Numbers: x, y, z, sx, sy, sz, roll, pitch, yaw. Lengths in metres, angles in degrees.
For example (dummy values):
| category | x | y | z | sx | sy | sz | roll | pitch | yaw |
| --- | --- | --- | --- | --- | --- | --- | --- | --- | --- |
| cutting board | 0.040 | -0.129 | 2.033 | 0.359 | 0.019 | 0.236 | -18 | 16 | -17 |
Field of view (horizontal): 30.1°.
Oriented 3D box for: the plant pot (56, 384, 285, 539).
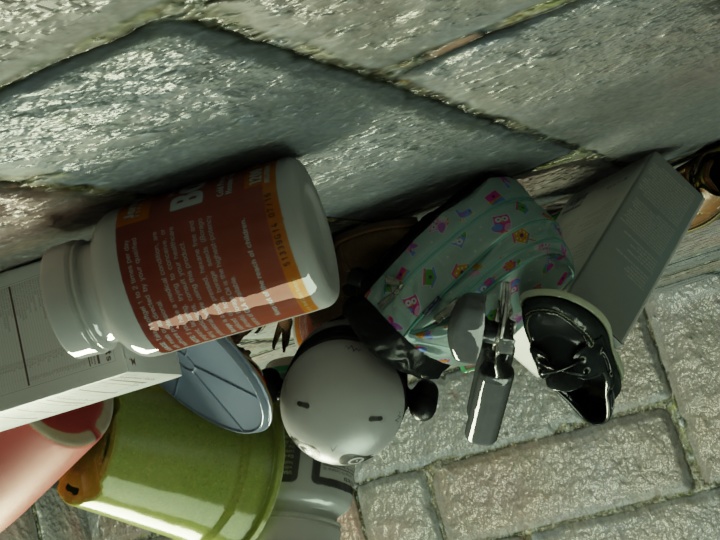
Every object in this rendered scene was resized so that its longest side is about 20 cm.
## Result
| category | x | y | z | sx | sy | sz | roll | pitch | yaw |
| --- | --- | --- | --- | --- | --- | --- | --- | --- | --- |
| plant pot | -0.210 | 0.191 | 1.390 | 0.183 | 0.202 | 0.200 | 18 | 153 | -36 |

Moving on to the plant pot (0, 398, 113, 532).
| category | x | y | z | sx | sy | sz | roll | pitch | yaw |
| --- | --- | --- | --- | --- | --- | --- | --- | --- | --- |
| plant pot | -0.347 | 0.140 | 1.293 | 0.177 | 0.202 | 0.200 | -30 | 165 | 27 |

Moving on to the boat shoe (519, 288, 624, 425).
| category | x | y | z | sx | sy | sz | roll | pitch | yaw |
| --- | --- | --- | --- | --- | --- | --- | --- | --- | --- |
| boat shoe | 0.193 | 0.085 | 1.227 | 0.074 | 0.067 | 0.200 | 1 | 152 | 23 |

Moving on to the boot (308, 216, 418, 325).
| category | x | y | z | sx | sy | sz | roll | pitch | yaw |
| --- | --- | --- | --- | --- | --- | --- | --- | --- | --- |
| boot | 0.000 | 0.000 | 1.336 | 0.073 | 0.076 | 0.200 | -4 | 164 | -33 |

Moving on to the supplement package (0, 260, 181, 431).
| category | x | y | z | sx | sy | sz | roll | pitch | yaw |
| --- | --- | --- | --- | --- | --- | --- | --- | --- | --- |
| supplement package | -0.269 | 0.062 | 1.126 | 0.198 | 0.115 | 0.109 | -17 | 170 | 14 |

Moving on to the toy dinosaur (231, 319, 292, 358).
| category | x | y | z | sx | sy | sz | roll | pitch | yaw |
| --- | --- | --- | --- | --- | --- | --- | --- | --- | --- |
| toy dinosaur | -0.150 | 0.061 | 1.459 | 0.198 | 0.087 | 0.135 | -13 | 180 | 23 |

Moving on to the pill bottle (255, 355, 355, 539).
| category | x | y | z | sx | sy | sz | roll | pitch | yaw |
| --- | --- | --- | --- | --- | --- | --- | --- | --- | --- |
| pill bottle | -0.060 | 0.202 | 1.442 | 0.112 | 0.202 | 0.113 | 6 | 160 | 2 |

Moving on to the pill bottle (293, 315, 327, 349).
| category | x | y | z | sx | sy | sz | roll | pitch | yaw |
| --- | --- | --- | --- | --- | --- | --- | --- | --- | --- |
| pill bottle | 0.016 | 0.047 | 1.480 | 0.111 | 0.113 | 0.200 | -9 | 170 | -33 |

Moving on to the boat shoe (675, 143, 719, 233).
| category | x | y | z | sx | sy | sz | roll | pitch | yaw |
| --- | --- | --- | --- | --- | --- | --- | --- | --- | --- |
| boat shoe | 0.368 | -0.098 | 1.396 | 0.199 | 0.072 | 0.068 | -33 | 158 | 36 |

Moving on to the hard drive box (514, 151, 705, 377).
| category | x | y | z | sx | sy | sz | roll | pitch | yaw |
| --- | --- | --- | --- | --- | --- | --- | --- | --- | --- |
| hard drive box | 0.236 | -0.005 | 1.354 | 0.201 | 0.077 | 0.156 | -54 | -170 | -27 |

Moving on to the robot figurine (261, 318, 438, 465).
| category | x | y | z | sx | sy | sz | roll | pitch | yaw |
| --- | --- | --- | --- | --- | --- | --- | --- | --- | --- |
| robot figurine | -0.015 | 0.118 | 1.309 | 0.150 | 0.125 | 0.200 | -34 | -175 | 6 |

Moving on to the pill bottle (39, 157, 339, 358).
| category | x | y | z | sx | sy | sz | roll | pitch | yaw |
| --- | --- | --- | --- | --- | --- | --- | --- | --- | --- |
| pill bottle | -0.123 | -0.003 | 0.970 | 0.198 | 0.113 | 0.112 | -16 | 171 | 8 |

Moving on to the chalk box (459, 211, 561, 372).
| category | x | y | z | sx | sy | sz | roll | pitch | yaw |
| --- | --- | --- | --- | --- | --- | --- | --- | --- | --- |
| chalk box | 0.164 | 0.030 | 1.520 | 0.199 | 0.125 | 0.124 | -24 | 180 | -44 |

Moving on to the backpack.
| category | x | y | z | sx | sy | sz | roll | pitch | yaw |
| --- | --- | --- | --- | --- | --- | --- | --- | --- | --- |
| backpack | 0.098 | 0.009 | 1.250 | 0.200 | 0.127 | 0.167 | -43 | 159 | 11 |

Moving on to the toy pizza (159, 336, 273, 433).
| category | x | y | z | sx | sy | sz | roll | pitch | yaw |
| --- | --- | --- | --- | --- | --- | --- | --- | --- | --- |
| toy pizza | -0.156 | 0.075 | 1.256 | 0.032 | 0.200 | 0.200 | -48 | -171 | -28 |

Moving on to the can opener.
| category | x | y | z | sx | sy | sz | roll | pitch | yaw |
| --- | --- | --- | --- | --- | --- | --- | --- | --- | --- |
| can opener | 0.105 | 0.084 | 1.207 | 0.066 | 0.054 | 0.201 | 7 | 140 | 1 |
